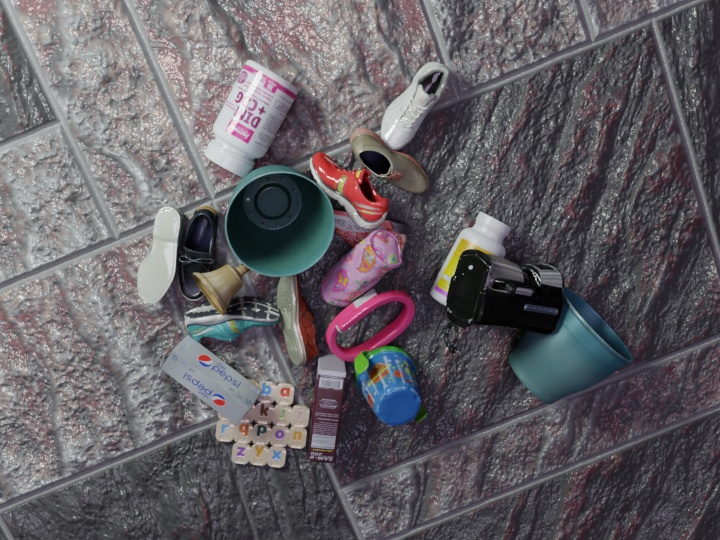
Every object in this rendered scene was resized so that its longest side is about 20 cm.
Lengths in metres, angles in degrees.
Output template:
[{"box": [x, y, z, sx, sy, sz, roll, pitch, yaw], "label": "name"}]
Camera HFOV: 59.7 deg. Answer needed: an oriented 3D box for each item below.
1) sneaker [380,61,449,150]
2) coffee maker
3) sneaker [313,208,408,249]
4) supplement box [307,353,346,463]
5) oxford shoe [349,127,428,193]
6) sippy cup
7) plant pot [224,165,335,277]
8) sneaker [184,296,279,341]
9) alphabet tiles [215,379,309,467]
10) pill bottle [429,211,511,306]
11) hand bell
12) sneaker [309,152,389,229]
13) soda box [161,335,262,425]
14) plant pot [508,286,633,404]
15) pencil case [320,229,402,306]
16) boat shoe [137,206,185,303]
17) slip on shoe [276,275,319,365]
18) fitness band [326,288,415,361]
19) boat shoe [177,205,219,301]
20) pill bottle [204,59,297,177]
[{"box": [0.105, -0.326, 1.230, 0.078, 0.099, 0.201, 31, 97, -8], "label": "sneaker"}, {"box": [0.275, 0.064, 1.221, 0.199, 0.135, 0.193, 11, 122, -26], "label": "coffee maker"}, {"box": [-0.007, -0.063, 1.289, 0.200, 0.067, 0.109, 11, 97, -8], "label": "sneaker"}, {"box": [-0.072, 0.290, 1.329, 0.060, 0.109, 0.202, 7, 101, -5], "label": "supplement box"}, {"box": [0.059, -0.198, 1.240, 0.199, 0.074, 0.071, 27, 126, -29], "label": "oxford shoe"}, {"box": [0.065, 0.248, 1.304, 0.176, 0.130, 0.141, 6, 112, -15], "label": "sippy cup"}, {"box": [-0.161, -0.110, 1.204, 0.199, 0.161, 0.202, -5, 113, -12], "label": "plant pot"}, {"box": [-0.266, 0.106, 1.315, 0.198, 0.078, 0.080, -5, 120, 2], "label": "sneaker"}, {"box": [-0.214, 0.335, 1.377, 0.198, 0.015, 0.197, 7, 100, -4], "label": "alphabet tiles"}, {"box": [0.231, -0.015, 1.292, 0.104, 0.104, 0.201, 26, 98, -7], "label": "pill bottle"}, {"box": [-0.229, -0.010, 1.274, 0.200, 0.104, 0.104, -38, 101, -21], "label": "hand bell"}, {"box": [-0.016, -0.174, 1.234, 0.200, 0.077, 0.085, 45, 128, 14], "label": "sneaker"}, {"box": [-0.310, 0.229, 1.308, 0.200, 0.064, 0.068, 37, 121, -3], "label": "soda box"}, {"box": [0.420, 0.170, 1.301, 0.200, 0.200, 0.188, 39, 110, -9], "label": "plant pot"}, {"box": [0.000, 0.000, 1.242, 0.087, 0.088, 0.200, 40, 135, -9], "label": "pencil case"}, {"box": [-0.398, -0.031, 1.275, 0.072, 0.062, 0.201, 16, 98, -1], "label": "boat shoe"}, {"box": [-0.130, 0.096, 1.319, 0.061, 0.074, 0.202, -14, 96, -36], "label": "slip on shoe"}, {"box": [0.023, 0.113, 1.302, 0.200, 0.038, 0.144, -37, 136, 6], "label": "fitness band"}, {"box": [-0.333, -0.033, 1.280, 0.074, 0.062, 0.201, 13, 101, -7], "label": "boat shoe"}, {"box": [-0.214, -0.289, 1.212, 0.113, 0.113, 0.201, 28, 98, -8], "label": "pill bottle"}]
